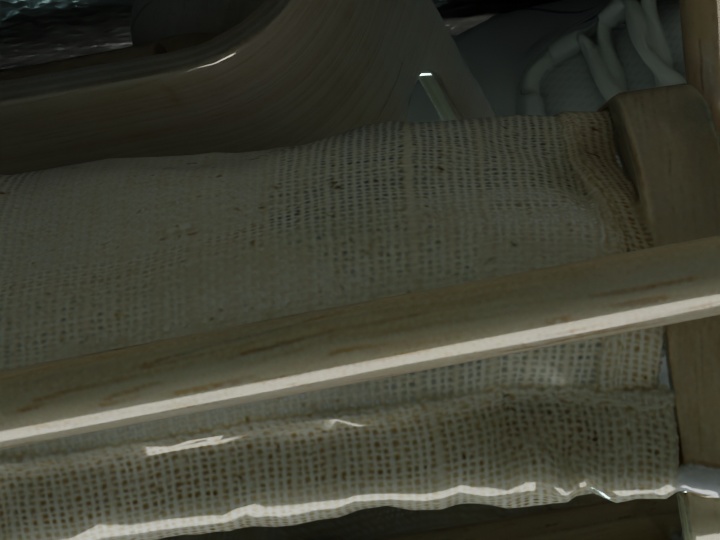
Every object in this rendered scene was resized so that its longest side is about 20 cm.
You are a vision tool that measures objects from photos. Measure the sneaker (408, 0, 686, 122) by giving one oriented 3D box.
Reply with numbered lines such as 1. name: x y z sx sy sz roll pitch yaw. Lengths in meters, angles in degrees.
1. sneaker: 0.081 -0.048 0.591 0.199 0.075 0.087 -16 161 4

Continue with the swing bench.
1. swing bench: -0.022 0.019 0.433 0.198 0.130 0.200 -10 145 3

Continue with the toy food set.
1. toy food set: -0.069 -0.016 0.561 0.199 0.061 0.144 -7 147 20
